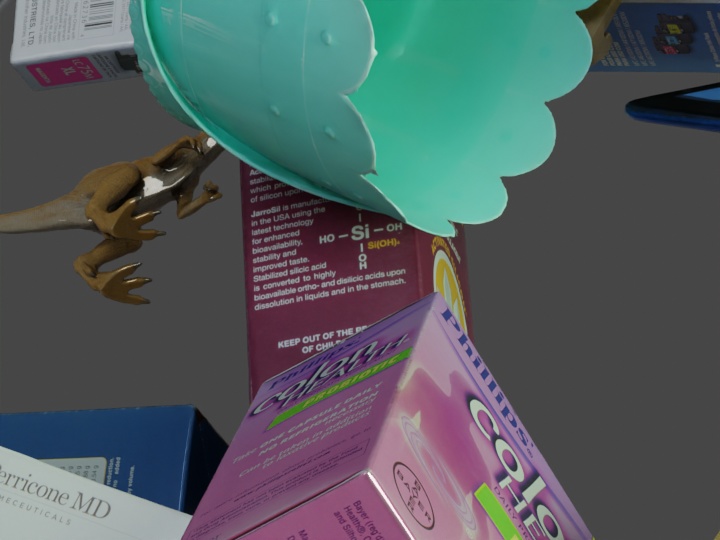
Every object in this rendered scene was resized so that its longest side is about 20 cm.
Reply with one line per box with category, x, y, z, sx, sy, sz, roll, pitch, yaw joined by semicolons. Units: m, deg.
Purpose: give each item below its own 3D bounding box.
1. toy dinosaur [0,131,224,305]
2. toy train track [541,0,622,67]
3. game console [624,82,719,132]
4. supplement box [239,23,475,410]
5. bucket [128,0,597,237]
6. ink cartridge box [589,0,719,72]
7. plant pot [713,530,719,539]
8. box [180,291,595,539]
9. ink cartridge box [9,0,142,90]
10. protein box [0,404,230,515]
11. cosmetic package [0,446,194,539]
toy dinosaur;-0.133;-0.032;1.429;0.200;0.060;0.106;-19;34;3
toy train track;0.143;-0.171;1.326;0.115;0.033;0.200;14;63;33
game console;0.241;-0.117;1.218;0.200;0.171;0.118;-13;47;-35
supplement box;0.000;0.000;1.323;0.086;0.110;0.200;-11;60;12
bucket;0.004;-0.128;1.215;0.135;0.207;0.207;18;70;30
ink cartridge box;0.139;-0.171;1.385;0.200;0.076;0.137;3;64;19
plant pot;0.186;0.220;1.106;0.201;0.201;0.189;35;95;30
box;0.025;0.133;1.140;0.097;0.200;0.176;-29;102;17
ink cartridge box;-0.084;-0.165;1.481;0.200;0.042;0.119;-8;62;18
protein box;-0.156;0.179;1.267;0.200;0.135;0.199;-4;63;17
cosmetic package;-0.138;0.183;1.131;0.113;0.081;0.200;15;69;25
